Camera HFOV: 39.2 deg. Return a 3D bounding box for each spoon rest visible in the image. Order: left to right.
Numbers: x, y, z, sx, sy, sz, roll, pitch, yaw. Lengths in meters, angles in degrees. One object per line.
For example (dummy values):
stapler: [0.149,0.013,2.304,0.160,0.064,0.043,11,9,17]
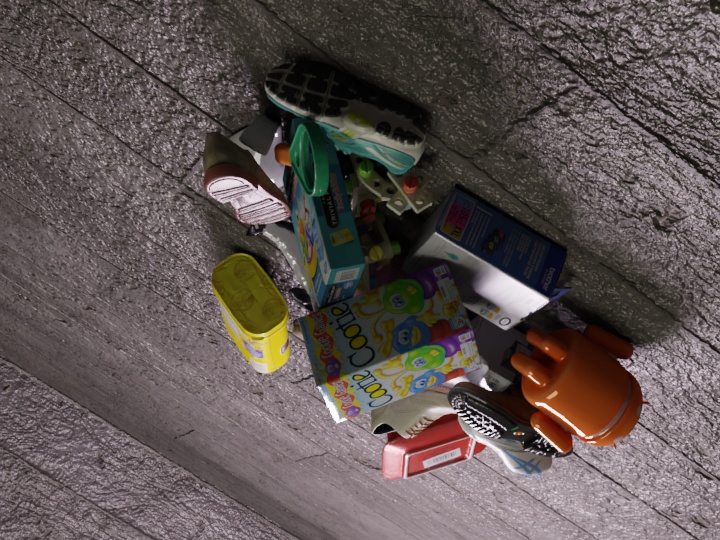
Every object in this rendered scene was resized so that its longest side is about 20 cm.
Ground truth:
spoon rest: [-0.133,-0.156,1.329,0.098,0.061,0.200,31,168,-4]

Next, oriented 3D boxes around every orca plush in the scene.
orca plush: [-0.082,-0.011,1.514,0.198,0.106,0.071,28,-176,-6]

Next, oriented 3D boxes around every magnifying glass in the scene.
magnifying glass: [-0.070,-0.130,1.159,0.022,0.081,0.200,-8,-169,-14]

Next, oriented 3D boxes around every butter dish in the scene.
butter dish: [0.115,0.253,1.733,0.196,0.150,0.201,-16,151,-8]

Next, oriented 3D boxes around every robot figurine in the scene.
robot figurine: [0.296,0.155,1.348,0.199,0.145,0.116,36,140,-17]

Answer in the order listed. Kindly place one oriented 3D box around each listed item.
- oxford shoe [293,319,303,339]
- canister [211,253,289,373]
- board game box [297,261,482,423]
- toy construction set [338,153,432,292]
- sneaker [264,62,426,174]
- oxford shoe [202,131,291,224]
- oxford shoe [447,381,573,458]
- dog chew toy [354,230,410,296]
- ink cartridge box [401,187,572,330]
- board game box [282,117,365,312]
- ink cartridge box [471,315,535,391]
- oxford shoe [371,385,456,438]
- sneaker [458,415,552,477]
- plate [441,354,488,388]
oxford shoe: [-0.033,0.140,1.708,0.197,0.075,0.071,21,169,17]
canister: [-0.181,0.078,1.714,0.149,0.086,0.201,51,163,19]
board game box: [0.037,0.090,1.249,0.197,0.106,0.104,-21,145,2]
toy construction set: [0.015,-0.072,1.251,0.091,0.133,0.201,-7,154,-24]
sneaker: [-0.022,-0.167,1.148,0.197,0.078,0.080,27,144,3]
oxford shoe: [-0.137,-0.112,1.256,0.069,0.076,0.200,-15,161,10]
oxford shoe: [0.206,0.188,1.395,0.198,0.086,0.073,24,146,-21]
dog chew toy: [0.000,0.000,1.397,0.123,0.126,0.200,-3,137,47]
ink cartridge box: [0.167,-0.003,1.277,0.198,0.077,0.137,31,155,-4]
board game box: [-0.050,-0.064,1.253,0.046,0.203,0.151,-10,158,-14]
ink cartridge box: [0.228,0.163,1.511,0.198,0.085,0.146,30,154,-4]
oxford shoe: [0.091,0.208,1.467,0.070,0.075,0.198,25,156,-33]
sneaker: [0.227,0.244,1.489,0.072,0.073,0.199,-35,127,28]
plate: [0.075,0.126,1.413,0.196,0.033,0.200,12,160,4]
